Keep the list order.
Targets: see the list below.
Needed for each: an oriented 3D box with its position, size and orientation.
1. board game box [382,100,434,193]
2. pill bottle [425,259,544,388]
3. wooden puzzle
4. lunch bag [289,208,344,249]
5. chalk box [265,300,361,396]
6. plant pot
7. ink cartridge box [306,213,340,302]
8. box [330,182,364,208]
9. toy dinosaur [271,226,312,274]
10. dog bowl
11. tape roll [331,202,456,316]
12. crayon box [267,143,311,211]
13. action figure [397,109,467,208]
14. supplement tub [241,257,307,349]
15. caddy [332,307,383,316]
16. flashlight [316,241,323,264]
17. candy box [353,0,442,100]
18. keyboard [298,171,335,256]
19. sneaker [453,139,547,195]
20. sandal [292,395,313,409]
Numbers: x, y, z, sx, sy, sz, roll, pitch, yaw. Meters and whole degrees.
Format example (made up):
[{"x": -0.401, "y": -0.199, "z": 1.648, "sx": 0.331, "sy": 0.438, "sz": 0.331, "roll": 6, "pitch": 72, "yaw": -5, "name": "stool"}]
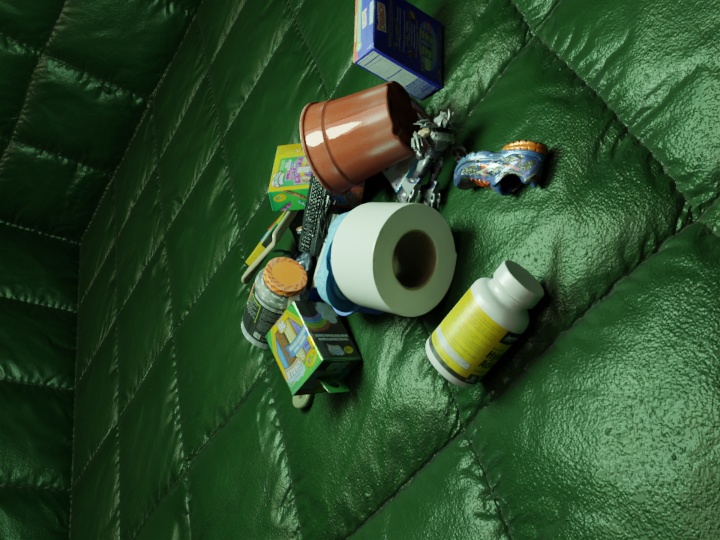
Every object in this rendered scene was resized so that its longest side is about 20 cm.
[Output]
[{"x": 0.093, "y": -0.277, "z": 1.452, "sx": 0.154, "sy": 0.040, "sz": 0.201, "roll": -56, "pitch": 38, "yaw": 23, "name": "board game box"}, {"x": 0.202, "y": 0.084, "z": 1.083, "sx": 0.201, "sy": 0.110, "sz": 0.112, "roll": -54, "pitch": 39, "yaw": 25, "name": "pill bottle"}, {"x": -0.214, "y": -0.081, "z": 1.612, "sx": 0.200, "sy": 0.037, "sz": 0.186, "roll": -47, "pitch": 11, "yaw": 44, "name": "wooden puzzle"}, {"x": -0.120, "y": -0.139, "z": 1.662, "sx": 0.162, "sy": 0.074, "sz": 0.201, "roll": -58, "pitch": 37, "yaw": 27, "name": "lunch bag"}, {"x": -0.092, "y": 0.182, "z": 1.421, "sx": 0.124, "sy": 0.123, "sz": 0.202, "roll": -48, "pitch": 56, "yaw": 29, "name": "chalk box"}, {"x": 0.011, "y": -0.277, "z": 1.360, "sx": 0.192, "sy": 0.200, "sz": 0.205, "roll": -15, "pitch": 62, "yaw": 29, "name": "plant pot"}, {"x": -0.046, "y": -0.014, "z": 1.482, "sx": 0.039, "sy": 0.098, "sz": 0.204, "roll": 14, "pitch": 88, "yaw": 55, "name": "ink cartridge box"}, {"x": -0.041, "y": -0.255, "z": 1.554, "sx": 0.100, "sy": 0.093, "sz": 0.204, "roll": 104, "pitch": 166, "yaw": -64, "name": "box"}, {"x": -0.153, "y": -0.020, "z": 1.593, "sx": 0.182, "sy": 0.104, "sz": 0.200, "roll": -51, "pitch": -6, "yaw": -1, "name": "toy dinosaur"}, {"x": -0.025, "y": -0.021, "z": 1.305, "sx": 0.049, "sy": 0.110, "sz": 0.204, "roll": 8, "pitch": 81, "yaw": 50, "name": "dog bowl"}, {"x": 0.061, "y": -0.024, "z": 1.249, "sx": 0.138, "sy": 0.200, "sz": 0.207, "roll": 8, "pitch": 82, "yaw": 54, "name": "tape roll"}, {"x": -0.148, "y": -0.227, "z": 1.596, "sx": 0.202, "sy": 0.116, "sz": 0.059, "roll": -88, "pitch": -9, "yaw": -48, "name": "crayon box"}, {"x": 0.141, "y": -0.214, "z": 1.293, "sx": 0.070, "sy": 0.127, "sz": 0.203, "roll": -122, "pitch": 42, "yaw": -53, "name": "action figure"}, {"x": -0.190, "y": 0.073, "z": 1.495, "sx": 0.202, "sy": 0.120, "sz": 0.124, "roll": 117, "pitch": 148, "yaw": -43, "name": "supplement tub"}, {"x": 0.000, "y": 0.000, "z": 1.404, "sx": 0.140, "sy": 0.104, "sz": 0.204, "roll": 4, "pitch": 78, "yaw": 53, "name": "caddy"}, {"x": -0.096, "y": 0.034, "z": 1.558, "sx": 0.067, "sy": 0.067, "sz": 0.204, "roll": 29, "pitch": 98, "yaw": 54, "name": "flashlight"}, {"x": 0.082, "y": -0.483, "z": 1.418, "sx": 0.076, "sy": 0.197, "sz": 0.173, "roll": -21, "pitch": 58, "yaw": 47, "name": "candy box"}, {"x": -0.100, "y": -0.135, "z": 1.458, "sx": 0.103, "sy": 0.039, "sz": 0.205, "roll": 18, "pitch": 101, "yaw": 47, "name": "keyboard"}, {"x": 0.238, "y": -0.170, "z": 1.179, "sx": 0.198, "sy": 0.074, "sz": 0.080, "roll": -11, "pitch": 70, "yaw": 54, "name": "sneaker"}, {"x": -0.143, "y": 0.217, "z": 1.552, "sx": 0.079, "sy": 0.057, "sz": 0.205, "roll": -31, "pitch": 52, "yaw": 43, "name": "sandal"}]
